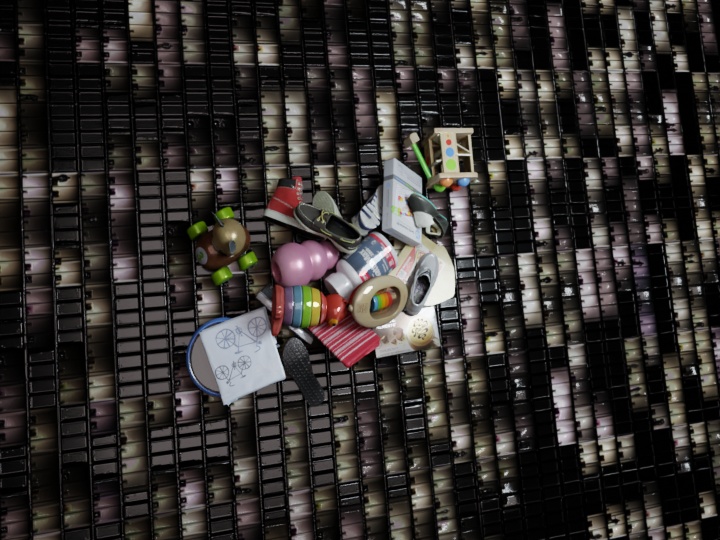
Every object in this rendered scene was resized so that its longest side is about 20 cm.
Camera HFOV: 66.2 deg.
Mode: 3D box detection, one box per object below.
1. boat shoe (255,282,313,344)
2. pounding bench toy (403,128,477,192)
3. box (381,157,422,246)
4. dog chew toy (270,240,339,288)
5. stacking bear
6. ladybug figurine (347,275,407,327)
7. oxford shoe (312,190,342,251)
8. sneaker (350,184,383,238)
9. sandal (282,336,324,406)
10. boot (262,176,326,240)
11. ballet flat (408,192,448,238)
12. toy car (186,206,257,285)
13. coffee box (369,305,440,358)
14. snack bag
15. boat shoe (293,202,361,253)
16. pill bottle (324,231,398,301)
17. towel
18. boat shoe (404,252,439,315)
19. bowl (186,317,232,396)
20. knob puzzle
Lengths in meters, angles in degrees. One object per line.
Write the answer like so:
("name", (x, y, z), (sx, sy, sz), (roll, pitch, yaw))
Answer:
("boat shoe", (-0.194, 0.114, 1.504), (0.199, 0.070, 0.067), (41, 78, 2))
("pounding bench toy", (0.225, -0.316, 1.617), (0.192, 0.124, 0.163), (-3, 85, -14))
("box", (0.120, -0.191, 1.565), (0.154, 0.040, 0.208), (22, 66, -49))
("dog chew toy", (-0.144, -0.023, 1.503), (0.195, 0.124, 0.129), (-18, 88, -31))
("stacking bear", (-0.129, 0.098, 1.427), (0.192, 0.123, 0.117), (4, 49, -15))
("ladybug figurine", (0.040, 0.077, 1.465), (0.195, 0.071, 0.141), (-7, 111, -40))
("oxford shoe", (-0.076, -0.134, 1.551), (0.074, 0.057, 0.203), (-37, 68, 15))
("sneaker", (0.027, -0.161, 1.579), (0.081, 0.114, 0.200), (48, 47, -6))
("sandal", (-0.159, 0.276, 1.508), (0.073, 0.045, 0.206), (-25, 104, -10))
("boot", (-0.157, -0.178, 1.523), (0.194, 0.073, 0.148), (23, 76, 9))
("ballet flat", (0.196, -0.147, 1.575), (0.198, 0.066, 0.071), (30, 67, -47))
("toy car", (-0.354, -0.075, 1.413), (0.155, 0.200, 0.168), (-30, 91, -14))
("coffee box", (0.116, 0.173, 1.560), (0.192, 0.080, 0.118), (-7, 85, -14))
("snack bag", (-0.302, 0.222, 1.446), (0.183, 0.021, 0.207), (-20, 88, -14))
("boat shoe", (-0.085, -0.124, 1.453), (0.197, 0.061, 0.073), (31, 56, -3))
("pill bottle", (0.000, 0.000, 1.528), (0.199, 0.119, 0.121), (-41, 94, -16))
("towel", (-0.055, 0.161, 1.479), (0.199, 0.023, 0.143), (40, 46, 23))
("boat shoe", (0.176, 0.026, 1.543), (0.071, 0.069, 0.203), (31, 61, 2))
("bowl", (-0.361, 0.229, 1.462), (0.192, 0.039, 0.209), (2, 84, -14))
("knob puzzle", (0.190, 0.014, 1.613), (0.211, 0.030, 0.229), (2, 78, -9))
